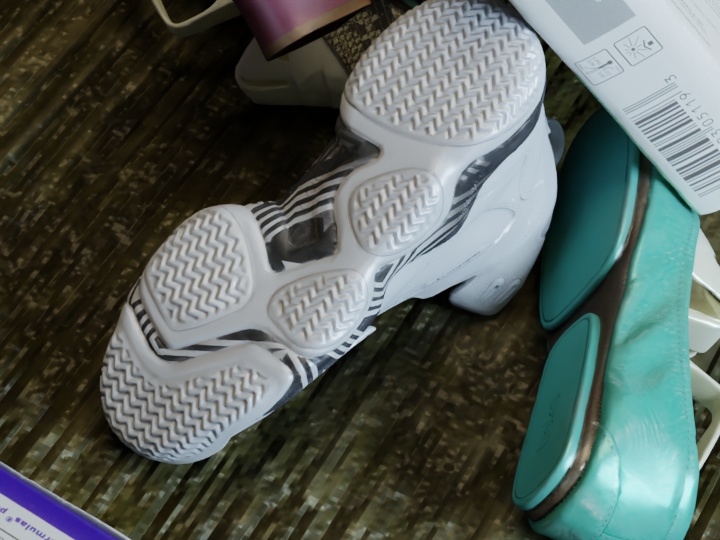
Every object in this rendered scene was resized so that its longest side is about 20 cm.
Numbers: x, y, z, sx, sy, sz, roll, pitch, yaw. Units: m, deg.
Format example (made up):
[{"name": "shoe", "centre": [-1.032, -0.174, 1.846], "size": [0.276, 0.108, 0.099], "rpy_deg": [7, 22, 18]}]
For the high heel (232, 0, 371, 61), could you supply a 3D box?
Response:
[{"name": "high heel", "centre": [0.015, -0.158, 0.965], "size": [0.200, 0.067, 0.096], "rpy_deg": [-31, 91, -38]}]

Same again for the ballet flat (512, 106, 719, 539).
[{"name": "ballet flat", "centre": [0.100, 0.025, 0.927], "size": [0.070, 0.067, 0.200], "rpy_deg": [29, 44, -17]}]

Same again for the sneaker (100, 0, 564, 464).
[{"name": "sneaker", "centre": [0.000, 0.000, 0.918], "size": [0.200, 0.115, 0.075], "rpy_deg": [-47, 64, -2]}]

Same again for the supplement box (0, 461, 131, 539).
[{"name": "supplement box", "centre": [-0.160, 0.148, 0.728], "size": [0.103, 0.101, 0.200], "rpy_deg": [28, 49, 15]}]

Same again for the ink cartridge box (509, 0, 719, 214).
[{"name": "ink cartridge box", "centre": [0.090, -0.141, 0.949], "size": [0.050, 0.161, 0.200], "rpy_deg": [-30, 39, 22]}]

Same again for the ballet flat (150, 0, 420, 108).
[{"name": "ballet flat", "centre": [-0.041, -0.112, 1.017], "size": [0.075, 0.068, 0.200], "rpy_deg": [-41, 72, -15]}]
